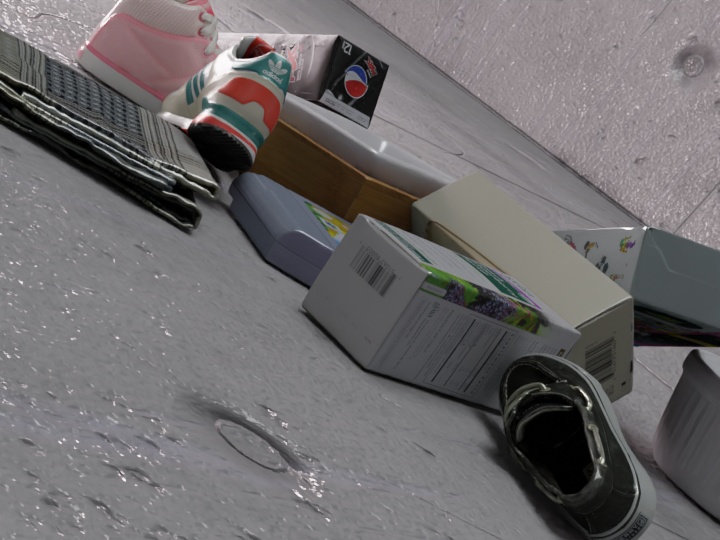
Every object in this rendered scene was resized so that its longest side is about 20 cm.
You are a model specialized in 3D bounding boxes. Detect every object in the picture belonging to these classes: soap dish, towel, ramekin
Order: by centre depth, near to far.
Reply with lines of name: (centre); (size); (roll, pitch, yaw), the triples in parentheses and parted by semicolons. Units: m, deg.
towel: (-0.190, -0.110, 1.351); (0.192, 0.035, 0.200); (31, 11, -17)
ramekin: (0.330, 0.158, 1.572); (0.202, 0.094, 0.202); (33, 10, -7)
soap dish: (-0.001, -0.071, 1.602); (0.157, 0.082, 0.200); (34, 8, 35)

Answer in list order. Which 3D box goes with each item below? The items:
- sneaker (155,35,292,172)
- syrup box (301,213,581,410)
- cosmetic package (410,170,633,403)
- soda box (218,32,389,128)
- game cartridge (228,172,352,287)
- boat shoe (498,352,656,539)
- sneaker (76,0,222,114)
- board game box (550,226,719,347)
sneaker: (-0.099, -0.133, 1.491); (0.070, 0.094, 0.200); (36, -6, -16)
syrup box: (0.060, 0.035, 1.336); (0.200, 0.082, 0.079); (20, 18, -50)
cosmetic package: (0.126, 0.020, 1.507); (0.200, 0.073, 0.104); (41, -31, 42)
soda box: (-0.070, -0.174, 1.742); (0.071, 0.064, 0.199); (25, -11, -40)
game cartridge: (0.000, 0.000, 1.443); (0.199, 0.041, 0.133); (28, 16, -31)
boat shoe: (0.129, 0.102, 1.253); (0.064, 0.071, 0.200); (39, 8, -29)
sneaker: (-0.130, -0.167, 1.615); (0.200, 0.105, 0.075); (33, 8, -12)
board game box: (0.230, 0.015, 1.561); (0.147, 0.065, 0.200); (19, -8, -23)
